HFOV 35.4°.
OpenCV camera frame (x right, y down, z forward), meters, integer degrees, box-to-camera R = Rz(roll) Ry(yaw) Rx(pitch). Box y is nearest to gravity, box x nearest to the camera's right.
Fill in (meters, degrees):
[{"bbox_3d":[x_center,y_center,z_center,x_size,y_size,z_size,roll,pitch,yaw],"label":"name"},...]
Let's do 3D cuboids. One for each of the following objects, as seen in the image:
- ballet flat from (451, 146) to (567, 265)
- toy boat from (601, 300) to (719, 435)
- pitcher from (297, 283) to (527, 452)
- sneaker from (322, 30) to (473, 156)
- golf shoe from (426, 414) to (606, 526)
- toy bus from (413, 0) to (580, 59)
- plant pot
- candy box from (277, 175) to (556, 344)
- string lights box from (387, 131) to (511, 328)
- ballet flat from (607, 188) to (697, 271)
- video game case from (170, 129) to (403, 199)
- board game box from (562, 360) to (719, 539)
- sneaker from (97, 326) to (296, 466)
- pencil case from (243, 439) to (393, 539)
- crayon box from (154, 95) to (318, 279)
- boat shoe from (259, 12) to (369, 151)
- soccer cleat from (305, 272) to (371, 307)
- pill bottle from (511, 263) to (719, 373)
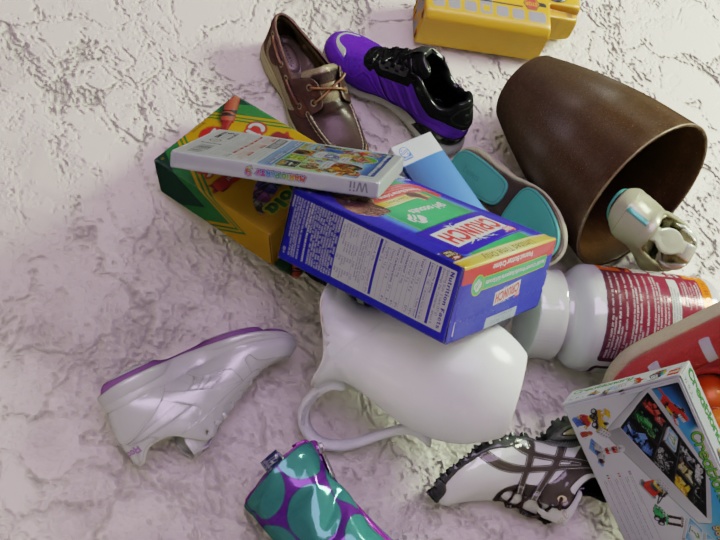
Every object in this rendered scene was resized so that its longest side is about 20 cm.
[{"bbox_3d":[0.170,-0.067,1.217,0.068,0.070,0.201,-17,46,-21],"label":"ballet flat"},{"bbox_3d":[0.331,0.128,1.080,0.198,0.131,0.132,-30,41,18],"label":"toy boat"},{"bbox_3d":[0.045,0.110,1.065,0.196,0.174,0.121,17,20,4],"label":"pitcher"},{"bbox_3d":[0.050,-0.225,1.275,0.199,0.100,0.070,36,58,7],"label":"sneaker"},{"bbox_3d":[0.163,0.204,1.086,0.197,0.078,0.096,-14,66,-19],"label":"golf shoe"},{"bbox_3d":[0.166,-0.309,1.369,0.196,0.065,0.080,6,61,-10],"label":"toy bus"},{"bbox_3d":[0.246,-0.142,1.251,0.185,0.189,0.200,-26,56,-24],"label":"plant pot"},{"bbox_3d":[0.053,-0.019,1.045,0.198,0.078,0.168,27,24,30],"label":"candy box"},{"bbox_3d":[0.090,-0.030,1.179,0.058,0.103,0.201,-24,70,-29],"label":"string lights box"},{"bbox_3d":[0.318,-0.031,1.190,0.199,0.069,0.070,19,45,-56],"label":"ballet flat"},{"bbox_3d":[-0.066,-0.104,1.081,0.196,0.018,0.143,9,16,9],"label":"video game case"},{"bbox_3d":[0.285,0.194,1.049,0.035,0.125,0.203,-35,102,-51],"label":"board game box"},{"bbox_3d":[-0.146,0.118,1.074,0.197,0.075,0.101,-21,87,-23],"label":"sneaker"},{"bbox_3d":[-0.014,0.244,1.016,0.200,0.085,0.093,44,90,11],"label":"pencil case"},{"bbox_3d":[-0.099,-0.090,1.164,0.198,0.051,0.127,32,58,24],"label":"crayon box"},{"bbox_3d":[-0.049,-0.201,1.255,0.071,0.072,0.202,-20,68,-22],"label":"boat shoe"},{"bbox_3d":[0.000,0.000,1.154,0.199,0.081,0.067,41,61,10],"label":"soccer cleat"},{"bbox_3d":[0.265,0.052,1.173,0.196,0.110,0.111,7,60,-10],"label":"pill bottle"}]
